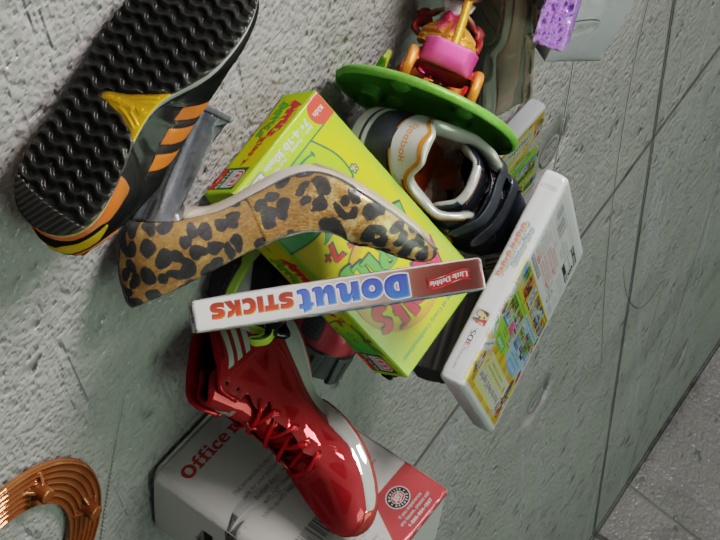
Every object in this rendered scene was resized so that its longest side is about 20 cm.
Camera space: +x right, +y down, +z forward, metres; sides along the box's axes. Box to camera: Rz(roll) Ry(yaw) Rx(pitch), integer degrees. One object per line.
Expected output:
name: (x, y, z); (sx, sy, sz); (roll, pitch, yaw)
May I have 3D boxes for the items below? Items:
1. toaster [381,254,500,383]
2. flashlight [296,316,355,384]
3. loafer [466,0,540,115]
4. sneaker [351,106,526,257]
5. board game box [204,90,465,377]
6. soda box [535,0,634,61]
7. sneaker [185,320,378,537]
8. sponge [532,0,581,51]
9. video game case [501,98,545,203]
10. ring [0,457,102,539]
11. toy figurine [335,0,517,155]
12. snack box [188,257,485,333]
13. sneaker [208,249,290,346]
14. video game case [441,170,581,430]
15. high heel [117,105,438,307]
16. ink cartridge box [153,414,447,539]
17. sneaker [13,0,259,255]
toaster: (0.079, 0.011, 1.345); (0.200, 0.113, 0.130); (-18, 130, -54)
flashlight: (0.000, 0.000, 1.275); (0.201, 0.068, 0.068); (-60, -155, 23)
loafer: (0.130, -0.209, 1.328); (0.062, 0.072, 0.200); (-14, 150, -13)
sneaker: (0.080, -0.059, 1.184); (0.199, 0.079, 0.079); (27, 84, -43)
board game box: (-0.010, -0.025, 1.126); (0.200, 0.048, 0.102); (47, 68, -25)
soda box: (0.211, -0.276, 1.318); (0.068, 0.064, 0.201); (-4, 139, -31)
sneaker: (-0.073, 0.124, 1.173); (0.115, 0.201, 0.078); (-10, 153, -50)
sponge: (0.178, -0.278, 1.206); (0.112, 0.030, 0.201); (-53, 159, -70)
video game case: (0.126, -0.056, 1.594); (0.200, 0.023, 0.183); (-47, 155, -31)
ring: (-0.250, 0.226, 1.096); (0.201, 0.019, 0.201); (-48, 156, -30)
toy figurine: (0.080, -0.200, 1.200); (0.200, 0.149, 0.185); (124, -12, -82)
snack box: (-0.018, 0.017, 1.053); (0.072, 0.198, 0.025); (157, -76, -81)
sneaker: (-0.034, -0.019, 1.191); (0.200, 0.083, 0.072); (-52, 157, -23)
video game case: (0.129, 0.031, 1.258); (0.183, 0.023, 0.200); (-62, 163, -9)
high heel: (-0.058, -0.009, 1.028); (0.143, 0.199, 0.071); (-64, -170, 0)
ink cartridge box: (-0.052, 0.196, 1.261); (0.147, 0.199, 0.083); (-45, 157, -34)
sneaker: (-0.132, -0.096, 0.916); (0.201, 0.070, 0.090); (-55, 173, -15)
